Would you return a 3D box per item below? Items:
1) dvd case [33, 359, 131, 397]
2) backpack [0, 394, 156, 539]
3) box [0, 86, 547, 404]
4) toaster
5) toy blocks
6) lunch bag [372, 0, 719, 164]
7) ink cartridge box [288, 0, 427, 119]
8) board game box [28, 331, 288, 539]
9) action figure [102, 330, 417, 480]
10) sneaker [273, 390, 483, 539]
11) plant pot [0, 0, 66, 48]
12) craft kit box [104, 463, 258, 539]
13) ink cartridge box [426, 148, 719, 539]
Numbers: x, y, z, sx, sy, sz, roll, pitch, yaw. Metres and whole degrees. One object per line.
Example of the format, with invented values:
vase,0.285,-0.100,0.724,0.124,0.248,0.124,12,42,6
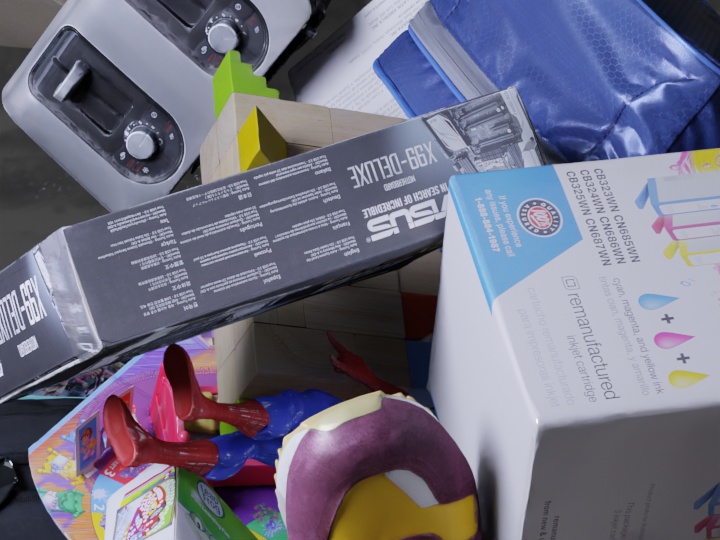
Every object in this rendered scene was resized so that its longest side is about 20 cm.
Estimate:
dvd case,-0.159,0.122,1.188,0.200,0.142,0.018,-48,34,20
backpack,-0.129,0.150,1.084,0.176,0.199,0.154,-104,31,-43
box,-0.044,-0.009,0.890,0.158,0.199,0.050,-24,86,64
toaster,-0.087,-0.149,1.247,0.181,0.119,0.200,-47,6,29
toy blocks,0.000,0.000,1.055,0.100,0.136,0.201,127,144,-51
lunch bag,0.107,-0.060,0.974,0.132,0.136,0.200,-52,45,17
ink cartridge box,0.054,-0.062,1.144,0.161,0.050,0.201,-36,61,32
board game box,-0.053,0.076,1.047,0.200,0.158,0.039,-43,-24,-44
action figure,-0.016,0.068,0.952,0.065,0.200,0.052,-43,51,28
sneaker,0.022,0.134,0.798,0.075,0.201,0.090,-20,41,-8
plant pot,-0.225,-0.258,1.492,0.177,0.199,0.201,25,87,44
craft kit box,-0.026,0.194,0.880,0.048,0.200,0.198,-35,21,13
ink cartridge box,0.138,0.039,0.829,0.126,0.199,0.129,93,166,-45
